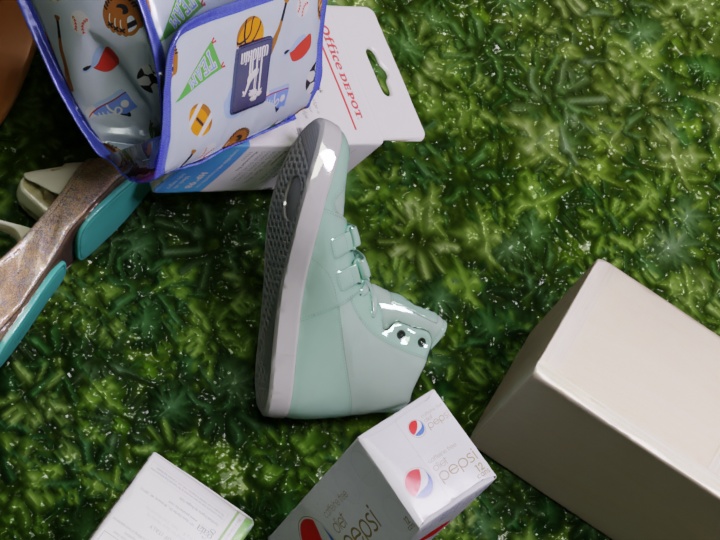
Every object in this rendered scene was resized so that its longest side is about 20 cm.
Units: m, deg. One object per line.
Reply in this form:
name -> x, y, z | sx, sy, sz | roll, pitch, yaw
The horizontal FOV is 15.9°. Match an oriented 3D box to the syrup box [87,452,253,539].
syrup box -> -0.157, 0.218, 1.580 | 0.081, 0.079, 0.200 | 35, 61, -1

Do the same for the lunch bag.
lunch bag -> -0.114, -0.169, 1.601 | 0.170, 0.124, 0.200 | -28, 101, -48

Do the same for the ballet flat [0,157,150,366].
ballet flat -> -0.208, -0.025, 1.681 | 0.067, 0.068, 0.200 | 34, 59, 7

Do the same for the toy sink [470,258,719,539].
toy sink -> 0.198, 0.104, 1.719 | 0.200, 0.130, 0.112 | 33, 61, -1

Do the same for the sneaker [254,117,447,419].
sneaker -> 0.000, 0.000, 1.696 | 0.118, 0.074, 0.201 | 3, 104, -16

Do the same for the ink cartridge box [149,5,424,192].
ink cartridge box -> -0.064, -0.118, 1.744 | 0.200, 0.067, 0.116 | -3, 63, -42

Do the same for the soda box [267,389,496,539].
soda box -> 0.010, 0.148, 1.597 | 0.064, 0.200, 0.068 | -30, 79, -28

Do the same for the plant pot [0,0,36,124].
plant pot -> -0.292, -0.193, 1.667 | 0.140, 0.200, 0.200 | 15, 62, 6
